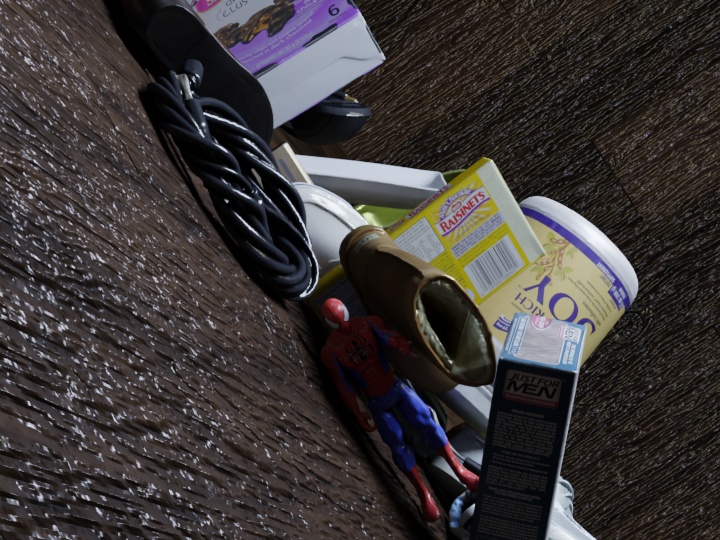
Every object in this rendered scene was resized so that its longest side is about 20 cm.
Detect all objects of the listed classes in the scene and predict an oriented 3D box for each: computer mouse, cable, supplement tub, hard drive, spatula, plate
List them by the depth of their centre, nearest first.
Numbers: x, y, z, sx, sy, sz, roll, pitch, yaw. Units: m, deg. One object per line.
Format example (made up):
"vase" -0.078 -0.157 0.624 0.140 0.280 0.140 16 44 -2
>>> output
"cable" -0.086 -0.065 1.133 0.201 0.050 0.163 58 4 -12
"spatula" 0.083 0.152 1.327 0.199 0.021 0.057 40 0 16
"supplement tub" 0.151 0.047 1.441 0.145 0.200 0.146 39 -10 8
"hard drive" 0.036 0.105 1.481 0.141 0.033 0.200 59 5 1
"computer mouse" -0.044 -0.160 1.572 0.139 0.047 0.199 -4 16 -43
"plate" -0.005 -0.097 1.667 0.200 0.197 0.033 -93 -169 -81

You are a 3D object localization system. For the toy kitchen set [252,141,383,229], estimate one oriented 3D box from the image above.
"toy kitchen set" 0.023 -0.076 1.456 0.182 0.199 0.163 57 4 -7

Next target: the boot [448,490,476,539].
"boot" 0.115 0.241 1.274 0.096 0.073 0.200 52 -3 -6

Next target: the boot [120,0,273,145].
"boot" -0.161 -0.195 1.276 0.188 0.068 0.200 45 5 -43

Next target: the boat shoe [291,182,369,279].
"boat shoe" 0.000 0.000 1.340 0.200 0.071 0.070 47 -5 -11

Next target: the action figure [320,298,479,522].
"action figure" 0.031 0.109 1.158 0.201 0.065 0.099 57 -5 -19

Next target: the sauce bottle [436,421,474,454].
"sauce bottle" 0.134 0.238 1.451 0.066 0.066 0.201 53 8 -50

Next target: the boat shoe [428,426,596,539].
"boat shoe" 0.158 0.210 1.389 0.200 0.072 0.070 33 -23 21

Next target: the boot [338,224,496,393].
"boot" 0.058 0.054 1.195 0.176 0.066 0.200 52 -6 -22

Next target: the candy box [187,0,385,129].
"candy box" -0.093 -0.239 1.482 0.072 0.167 0.201 55 4 -48

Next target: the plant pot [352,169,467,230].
"plant pot" 0.078 0.007 1.755 0.201 0.198 0.186 -103 171 -77

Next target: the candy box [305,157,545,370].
"candy box" 0.055 0.003 1.304 0.103 0.199 0.026 56 -8 -18

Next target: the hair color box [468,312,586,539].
"hair color box" 0.123 0.145 1.153 0.100 0.060 0.203 -56 156 -69
